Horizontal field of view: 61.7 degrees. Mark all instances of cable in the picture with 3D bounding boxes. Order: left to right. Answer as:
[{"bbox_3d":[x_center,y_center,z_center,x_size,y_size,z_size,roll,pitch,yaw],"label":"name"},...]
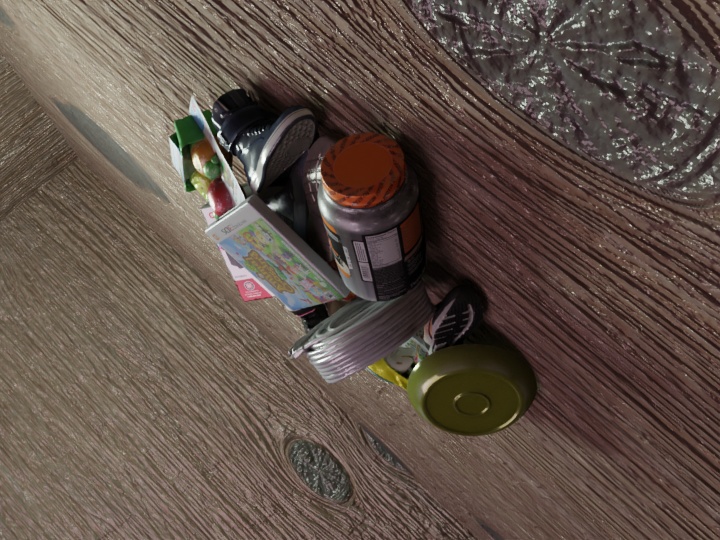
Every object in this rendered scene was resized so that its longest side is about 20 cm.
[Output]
[{"bbox_3d":[0.013,0.080,0.864,0.199,0.199,0.070,-25,99,48],"label":"cable"}]

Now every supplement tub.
[{"bbox_3d":[0.017,-0.062,0.740,0.122,0.123,0.201,34,157,29],"label":"supplement tub"}]

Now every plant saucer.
[{"bbox_3d":[0.169,0.193,0.918,0.197,0.031,0.202,3,128,3],"label":"plant saucer"}]

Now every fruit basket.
[{"bbox_3d":[-0.234,-0.142,0.964,0.202,0.093,0.186,65,159,17],"label":"fruit basket"}]

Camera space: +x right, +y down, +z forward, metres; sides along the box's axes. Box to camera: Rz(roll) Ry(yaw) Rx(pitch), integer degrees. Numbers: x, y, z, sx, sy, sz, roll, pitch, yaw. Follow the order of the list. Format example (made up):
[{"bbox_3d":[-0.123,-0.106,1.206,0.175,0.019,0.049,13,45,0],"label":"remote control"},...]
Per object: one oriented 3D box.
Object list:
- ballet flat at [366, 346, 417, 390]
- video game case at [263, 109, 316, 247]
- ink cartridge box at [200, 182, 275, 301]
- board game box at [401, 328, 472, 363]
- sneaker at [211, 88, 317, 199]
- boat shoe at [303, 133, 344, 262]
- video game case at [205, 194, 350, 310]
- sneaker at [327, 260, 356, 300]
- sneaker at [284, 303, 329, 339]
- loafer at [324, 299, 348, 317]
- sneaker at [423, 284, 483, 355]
[{"bbox_3d":[0.086,0.168,1.003,0.199,0.067,0.067,37,126,-5],"label":"ballet flat"},{"bbox_3d":[-0.117,-0.130,0.919,0.142,0.019,0.203,31,131,39],"label":"video game case"},{"bbox_3d":[-0.185,-0.056,1.114,0.144,0.083,0.202,-9,115,29],"label":"ink cartridge box"},{"bbox_3d":[0.148,0.154,1.046,0.199,0.064,0.148,38,161,17],"label":"board game box"},{"bbox_3d":[-0.138,-0.202,0.822,0.148,0.076,0.202,62,149,6],"label":"sneaker"},{"bbox_3d":[-0.034,-0.106,0.850,0.076,0.071,0.202,43,144,31],"label":"boat shoe"},{"bbox_3d":[-0.131,-0.018,0.923,0.200,0.022,0.181,44,150,-19],"label":"video game case"},{"bbox_3d":[0.000,0.000,0.921,0.199,0.077,0.074,2,127,58],"label":"sneaker"},{"bbox_3d":[-0.090,0.083,1.139,0.200,0.070,0.101,-56,-52,-85],"label":"sneaker"},{"bbox_3d":[-0.024,0.086,1.139,0.074,0.071,0.200,3,154,18],"label":"loafer"},{"bbox_3d":[0.125,0.073,0.895,0.201,0.073,0.081,101,158,-56],"label":"sneaker"}]
